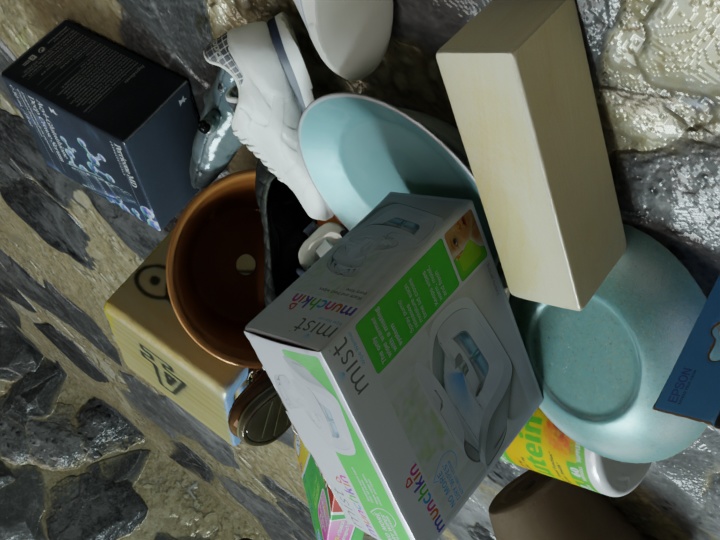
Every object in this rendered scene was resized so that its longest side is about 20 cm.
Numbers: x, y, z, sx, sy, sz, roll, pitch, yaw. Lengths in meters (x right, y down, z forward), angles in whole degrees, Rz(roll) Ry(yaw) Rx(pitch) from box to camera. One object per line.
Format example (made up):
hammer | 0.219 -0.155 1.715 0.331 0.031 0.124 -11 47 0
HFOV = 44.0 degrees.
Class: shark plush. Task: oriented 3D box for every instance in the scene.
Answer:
shark plush | -0.123 -0.148 0.850 0.091 0.083 0.200 45 154 -5

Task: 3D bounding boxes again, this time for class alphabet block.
alphabet block | -0.189 0.074 1.173 0.198 0.196 0.198 33 152 14

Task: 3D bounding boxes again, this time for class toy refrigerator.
toy refrigerator | 0.121 -0.078 0.615 0.069 0.076 0.203 13 138 43

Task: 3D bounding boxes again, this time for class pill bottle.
pill bottle | 0.176 0.137 0.863 0.198 0.112 0.112 8 141 48

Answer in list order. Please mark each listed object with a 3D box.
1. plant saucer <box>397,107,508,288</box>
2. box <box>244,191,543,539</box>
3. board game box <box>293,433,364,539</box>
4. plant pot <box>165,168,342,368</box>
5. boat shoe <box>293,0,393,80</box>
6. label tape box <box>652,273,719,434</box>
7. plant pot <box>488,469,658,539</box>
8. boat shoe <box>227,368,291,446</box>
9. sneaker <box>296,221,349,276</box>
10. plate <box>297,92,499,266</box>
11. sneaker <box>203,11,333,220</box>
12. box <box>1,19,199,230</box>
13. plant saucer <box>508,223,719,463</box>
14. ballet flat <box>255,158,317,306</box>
plant saucer | 0.066 -0.069 0.758 0.198 0.050 0.202 32 154 17
box | 0.032 0.075 0.683 0.096 0.176 0.203 9 132 46
board game box | -0.027 0.166 0.885 0.154 0.039 0.203 -112 23 -46
plant pot | -0.117 -0.004 0.971 0.200 0.200 0.140 46 170 -13
boat shoe | -0.036 -0.229 0.631 0.069 0.072 0.201 45 171 44
label tape box | 0.303 0.067 0.541 0.198 0.145 0.064 7 143 49
plant pot | 0.234 0.322 1.018 0.177 0.198 0.200 57 154 2
boat shoe | -0.094 0.128 0.968 0.067 0.199 0.073 26 110 19
sneaker | 0.000 0.000 0.875 0.129 0.080 0.199 44 -167 3
plate | 0.033 -0.067 0.719 0.198 0.026 0.202 31 152 18
sneaker | -0.072 -0.127 0.793 0.077 0.079 0.203 -112 3 -53
box | -0.283 -0.165 1.016 0.197 0.108 0.150 28 151 23
plant saucer | 0.185 0.063 0.708 0.199 0.038 0.206 23 121 43
ballet flat | -0.067 -0.041 0.880 0.057 0.065 0.205 -167 73 -73
